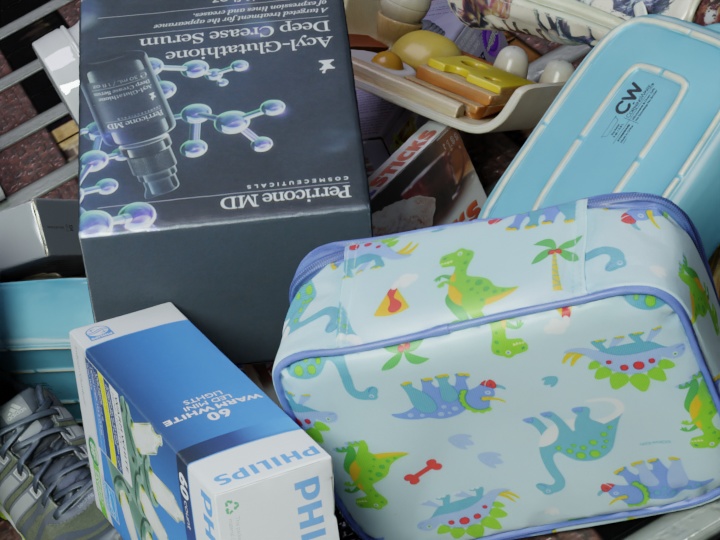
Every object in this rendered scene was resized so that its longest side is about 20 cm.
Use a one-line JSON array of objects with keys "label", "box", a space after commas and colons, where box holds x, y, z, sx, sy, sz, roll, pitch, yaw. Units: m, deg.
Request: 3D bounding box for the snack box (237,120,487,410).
[{"label": "snack box", "box": [0.000, 0.000, 1.232, 0.024, 0.072, 0.200, 8, 43, 46]}]

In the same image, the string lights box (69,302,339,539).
[{"label": "string lights box", "box": [-0.072, 0.100, 1.013, 0.059, 0.103, 0.200, -15, 24, -20]}]

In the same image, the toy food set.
[{"label": "toy food set", "box": [0.051, -0.139, 1.316, 0.199, 0.061, 0.143, 25, 20, 29]}]

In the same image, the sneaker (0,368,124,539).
[{"label": "sneaker", "box": [-0.171, 0.111, 1.179, 0.074, 0.081, 0.200, -37, 29, -19]}]

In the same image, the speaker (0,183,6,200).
[{"label": "speaker", "box": [-0.368, -0.038, 1.608, 0.199, 0.081, 0.081, -31, 28, -9]}]

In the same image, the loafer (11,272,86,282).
[{"label": "loafer", "box": [-0.230, 0.038, 1.373, 0.199, 0.072, 0.063, -18, 23, 21]}]

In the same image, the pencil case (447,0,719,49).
[{"label": "pencil case", "box": [0.133, -0.155, 1.216, 0.089, 0.078, 0.200, -8, 24, -45]}]

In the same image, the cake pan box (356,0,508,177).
[{"label": "cake pan box", "box": [-0.022, -0.110, 1.466, 0.199, 0.052, 0.184, -7, 31, 33]}]

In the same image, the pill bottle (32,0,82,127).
[{"label": "pill bottle", "box": [-0.117, -0.167, 1.475, 0.199, 0.113, 0.112, -31, 28, -6]}]

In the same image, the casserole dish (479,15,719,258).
[{"label": "casserole dish", "box": [0.130, -0.050, 1.070, 0.121, 0.039, 0.200, 26, 75, 41]}]

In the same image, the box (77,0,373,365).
[{"label": "box", "box": [-0.073, -0.053, 1.163, 0.148, 0.107, 0.201, -6, 44, -2]}]

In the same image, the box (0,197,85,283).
[{"label": "box", "box": [-0.260, 0.001, 1.408, 0.199, 0.041, 0.156, -16, -4, 16]}]

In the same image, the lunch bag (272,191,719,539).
[{"label": "lunch bag", "box": [0.070, 0.052, 0.988, 0.199, 0.161, 0.083, -13, 41, 19]}]

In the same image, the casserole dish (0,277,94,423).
[{"label": "casserole dish", "box": [-0.171, 0.052, 1.255, 0.199, 0.121, 0.039, -3, 58, 35]}]

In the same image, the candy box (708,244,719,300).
[{"label": "candy box", "box": [0.177, -0.028, 1.146, 0.115, 0.055, 0.200, -1, 36, 38]}]

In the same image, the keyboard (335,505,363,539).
[{"label": "keyboard", "box": [-0.028, 0.166, 1.009, 0.104, 0.040, 0.200, -22, 27, 8]}]
